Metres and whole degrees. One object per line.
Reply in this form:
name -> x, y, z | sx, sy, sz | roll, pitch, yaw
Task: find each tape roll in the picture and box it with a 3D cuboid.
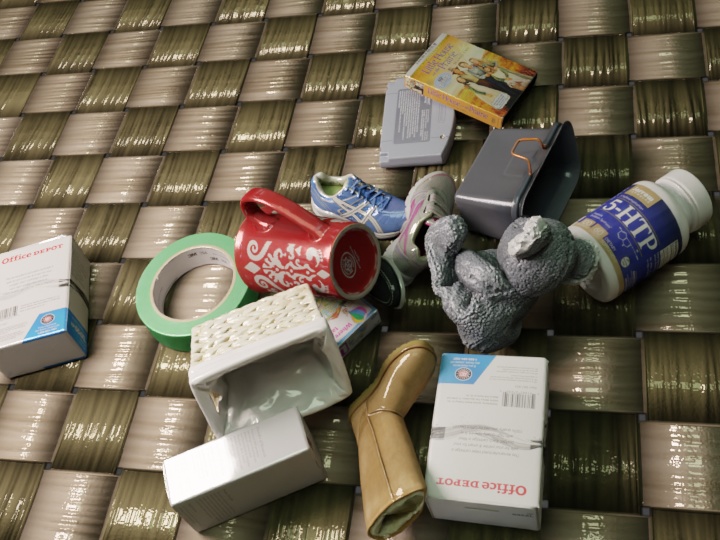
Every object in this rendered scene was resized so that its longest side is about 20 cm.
tape roll -> -0.264, 0.032, 1.372 | 0.196, 0.049, 0.204 | -8, 53, 10

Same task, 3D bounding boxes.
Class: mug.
mug -> -0.089, -0.027, 1.227 | 0.198, 0.176, 0.136 | 9, 80, 43

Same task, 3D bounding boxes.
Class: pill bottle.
pill bottle -> 0.398, -0.056, 1.211 | 0.198, 0.121, 0.120 | -32, 53, -10

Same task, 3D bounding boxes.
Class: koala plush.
koala plush -> 0.214, -0.001, 1.150 | 0.198, 0.176, 0.187 | -31, 50, 36

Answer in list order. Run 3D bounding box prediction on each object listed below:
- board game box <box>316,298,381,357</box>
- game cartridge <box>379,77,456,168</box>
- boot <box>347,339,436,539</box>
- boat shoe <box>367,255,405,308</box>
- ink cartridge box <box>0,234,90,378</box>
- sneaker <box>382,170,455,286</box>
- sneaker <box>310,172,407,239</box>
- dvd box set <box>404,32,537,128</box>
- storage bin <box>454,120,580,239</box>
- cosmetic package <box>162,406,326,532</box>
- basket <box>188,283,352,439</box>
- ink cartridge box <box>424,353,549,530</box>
board game box -> -0.084, 0.098, 1.283 | 0.199, 0.034, 0.134 | -42, 55, -16
game cartridge -> 0.105, -0.265, 1.497 | 0.130, 0.041, 0.203 | -4, 54, 16
boot -> 0.056, 0.213, 1.082 | 0.176, 0.065, 0.201 | -53, 26, 23
boat shoe -> 0.000, 0.000, 1.292 | 0.059, 0.077, 0.200 | -7, 27, -28
ink cartridge box -> -0.532, 0.057, 1.403 | 0.143, 0.085, 0.203 | -15, 51, 4
sneaker -> 0.110, -0.071, 1.306 | 0.088, 0.081, 0.203 | -20, 42, 57
sneaker -> 0.001, -0.109, 1.384 | 0.196, 0.078, 0.077 | 12, 56, 21
dvd box set -> 0.196, -0.340, 1.497 | 0.198, 0.030, 0.147 | 28, 57, 19
storage bin -> 0.238, -0.141, 1.313 | 0.132, 0.147, 0.202 | 11, 57, 34
cosmetic package -> -0.154, 0.268, 1.136 | 0.197, 0.102, 0.075 | -23, 53, -3
basket -> -0.128, 0.123, 1.158 | 0.196, 0.137, 0.124 | -21, 37, -3
ink cartridge box -> 0.168, 0.218, 1.094 | 0.142, 0.084, 0.203 | 2, 56, 16
